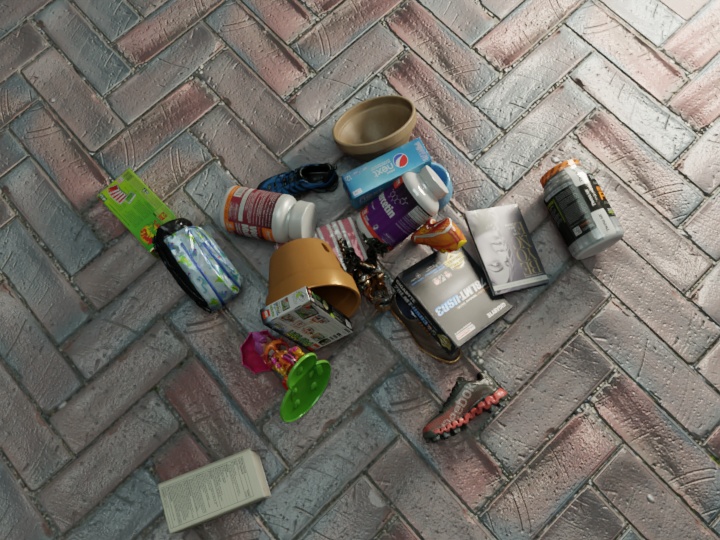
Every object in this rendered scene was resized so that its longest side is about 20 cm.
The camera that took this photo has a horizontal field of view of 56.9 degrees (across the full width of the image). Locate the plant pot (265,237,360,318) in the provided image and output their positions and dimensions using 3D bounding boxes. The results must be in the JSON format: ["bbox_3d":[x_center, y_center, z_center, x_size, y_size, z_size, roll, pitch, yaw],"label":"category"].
[{"bbox_3d":[-0.112,0.026,1.396,0.198,0.201,0.141,-17,61,-3],"label":"plant pot"}]

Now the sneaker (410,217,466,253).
[{"bbox_3d":[0.164,-0.068,1.442,0.073,0.200,0.077,-42,103,-6],"label":"sneaker"}]

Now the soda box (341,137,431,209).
[{"bbox_3d":[0.059,-0.218,1.496,0.198,0.068,0.065,-26,74,-5],"label":"soda box"}]

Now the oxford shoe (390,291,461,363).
[{"bbox_3d":[0.138,0.124,1.436,0.200,0.073,0.071,41,79,13],"label":"oxford shoe"}]

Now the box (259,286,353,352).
[{"bbox_3d":[-0.105,0.103,1.350,0.109,0.200,0.035,-26,59,13],"label":"box"}]

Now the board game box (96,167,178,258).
[{"bbox_3d":[-0.511,-0.135,1.558,0.200,0.048,0.102,43,80,14],"label":"board game box"}]

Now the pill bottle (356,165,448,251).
[{"bbox_3d":[0.093,-0.137,1.463,0.200,0.112,0.113,-40,73,18],"label":"pill bottle"}]

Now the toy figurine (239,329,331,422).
[{"bbox_3d":[-0.178,0.189,1.386,0.183,0.201,0.150,34,62,24],"label":"toy figurine"}]

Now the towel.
[{"bbox_3d":[-0.084,-0.027,1.519,0.198,0.030,0.148,-19,74,-6],"label":"towel"}]

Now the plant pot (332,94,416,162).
[{"bbox_3d":[0.041,-0.314,1.546,0.198,0.093,0.202,-12,43,12],"label":"plant pot"}]

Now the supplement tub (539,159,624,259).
[{"bbox_3d":[0.486,-0.137,1.475,0.121,0.123,0.202,-22,74,-4],"label":"supplement tub"}]

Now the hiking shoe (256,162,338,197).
[{"bbox_3d":[-0.150,-0.213,1.545,0.198,0.087,0.075,-15,73,-2],"label":"hiking shoe"}]

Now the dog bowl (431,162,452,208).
[{"bbox_3d":[0.117,-0.199,1.549,0.197,0.050,0.113,-1,73,3],"label":"dog bowl"}]

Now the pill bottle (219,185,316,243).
[{"bbox_3d":[-0.206,-0.123,1.495,0.198,0.110,0.111,12,73,16],"label":"pill bottle"}]

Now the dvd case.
[{"bbox_3d":[0.325,-0.050,1.485,0.147,0.016,0.202,-10,72,-23],"label":"dvd case"}]

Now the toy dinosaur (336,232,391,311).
[{"bbox_3d":[0.000,0.000,1.436,0.199,0.137,0.102,31,54,24],"label":"toy dinosaur"}]

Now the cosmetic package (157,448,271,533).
[{"bbox_3d":[-0.294,0.447,1.349,0.198,0.087,0.104,-19,72,-2],"label":"cosmetic package"}]

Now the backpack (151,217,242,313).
[{"bbox_3d":[-0.353,-0.006,1.460,0.152,0.163,0.202,-22,79,-20],"label":"backpack"}]

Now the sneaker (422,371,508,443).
[{"bbox_3d":[0.205,0.281,1.387,0.199,0.071,0.098,-30,74,-9],"label":"sneaker"}]

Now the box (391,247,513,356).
[{"bbox_3d":[0.199,0.054,1.428,0.199,0.050,0.199,-28,70,-34],"label":"box"}]
